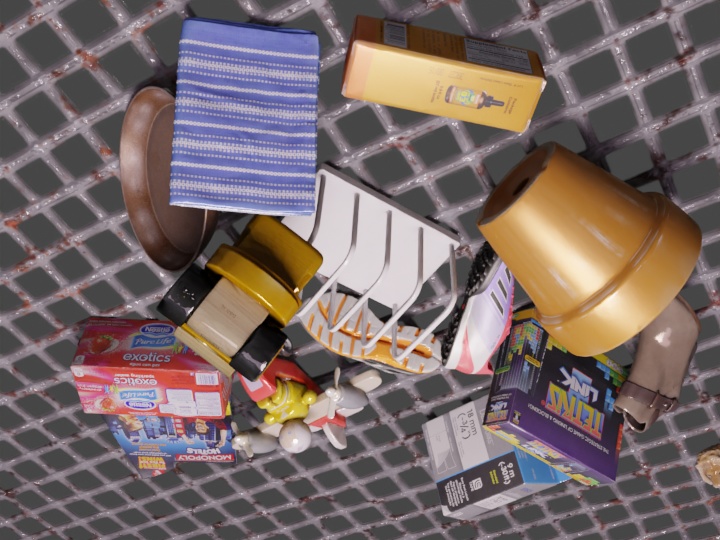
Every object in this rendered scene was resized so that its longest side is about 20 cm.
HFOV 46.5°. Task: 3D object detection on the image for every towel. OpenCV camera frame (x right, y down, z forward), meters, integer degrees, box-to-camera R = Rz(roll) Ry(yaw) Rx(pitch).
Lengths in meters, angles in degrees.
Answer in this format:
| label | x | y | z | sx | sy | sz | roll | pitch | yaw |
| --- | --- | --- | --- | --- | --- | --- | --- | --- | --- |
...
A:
| label | x | y | z | sx | sy | sz | roll | pitch | yaw |
| --- | --- | --- | --- | --- | --- | --- | --- | --- | --- |
| towel | -0.111 | -0.155 | 0.831 | 0.145 | 0.200 | 0.024 | 4 | 165 | -14 |

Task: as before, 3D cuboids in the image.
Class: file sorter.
| label | x | y | z | sx | sy | sz | roll | pitch | yaw |
| --- | --- | --- | --- | --- | --- | --- | --- | --- | --- |
| file sorter | 0.000 | 0.000 | 0.997 | 0.200 | 0.125 | 0.139 | 26 | 128 | -20 |

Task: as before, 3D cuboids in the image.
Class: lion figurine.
| label | x | y | z | sx | sy | sz | roll | pitch | yaw |
| --- | --- | --- | --- | --- | --- | --- | --- | --- | --- |
| lion figurine | 0.619 | 0.279 | 1.275 | 0.200 | 0.072 | 0.123 | -36 | 109 | 12 |

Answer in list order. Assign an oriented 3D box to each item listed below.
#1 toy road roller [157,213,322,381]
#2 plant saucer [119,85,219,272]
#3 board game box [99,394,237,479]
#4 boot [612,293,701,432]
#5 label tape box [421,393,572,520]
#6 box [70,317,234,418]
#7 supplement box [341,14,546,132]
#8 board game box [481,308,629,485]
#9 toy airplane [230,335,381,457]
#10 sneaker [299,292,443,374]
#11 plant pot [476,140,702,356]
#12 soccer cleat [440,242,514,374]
| label | x | y | z | sx | sy | sz | roll | pitch | yaw |
| --- | --- | --- | --- | --- | --- | --- | --- | --- | --- |
| toy road roller | -0.118 | 0.027 | 0.874 | 0.123 | 0.146 | 0.200 | 38 | 164 | -4 |
| plant saucer | -0.204 | -0.098 | 0.909 | 0.034 | 0.200 | 0.200 | -11 | 142 | -38 |
| board game box | -0.285 | 0.236 | 1.263 | 0.200 | 0.062 | 0.200 | 2 | 132 | 0 |
| boot | 0.378 | 0.122 | 1.089 | 0.146 | 0.070 | 0.200 | -51 | 131 | -12 |
| label tape box | 0.198 | 0.253 | 1.200 | 0.200 | 0.144 | 0.063 | -30 | 144 | 24 |
| box | -0.280 | 0.134 | 1.150 | 0.200 | 0.096 | 0.100 | 2 | 131 | 0 |
| supplement box | 0.084 | -0.203 | 0.865 | 0.200 | 0.069 | 0.067 | 12 | 131 | -6 |
| board game box | 0.266 | 0.170 | 1.115 | 0.200 | 0.165 | 0.057 | 31 | 149 | -23 |
| toy airplane | -0.082 | 0.201 | 1.172 | 0.199 | 0.141 | 0.200 | 7 | 130 | -6 |
| sneaker | 0.008 | 0.094 | 1.125 | 0.200 | 0.078 | 0.077 | 25 | 160 | -5 |
| plant pot | 0.237 | -0.038 | 0.934 | 0.183 | 0.200 | 0.200 | 39 | 123 | -10 |
| soccer cleat | 0.165 | 0.044 | 1.058 | 0.073 | 0.068 | 0.200 | 16 | 114 | -6 |
